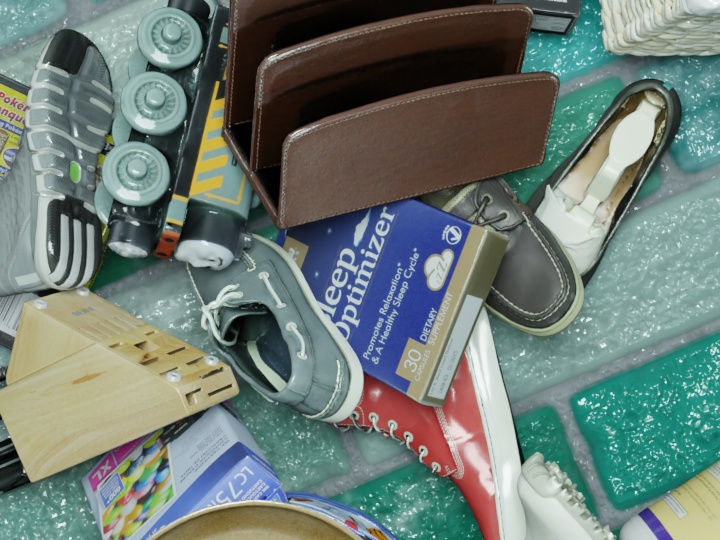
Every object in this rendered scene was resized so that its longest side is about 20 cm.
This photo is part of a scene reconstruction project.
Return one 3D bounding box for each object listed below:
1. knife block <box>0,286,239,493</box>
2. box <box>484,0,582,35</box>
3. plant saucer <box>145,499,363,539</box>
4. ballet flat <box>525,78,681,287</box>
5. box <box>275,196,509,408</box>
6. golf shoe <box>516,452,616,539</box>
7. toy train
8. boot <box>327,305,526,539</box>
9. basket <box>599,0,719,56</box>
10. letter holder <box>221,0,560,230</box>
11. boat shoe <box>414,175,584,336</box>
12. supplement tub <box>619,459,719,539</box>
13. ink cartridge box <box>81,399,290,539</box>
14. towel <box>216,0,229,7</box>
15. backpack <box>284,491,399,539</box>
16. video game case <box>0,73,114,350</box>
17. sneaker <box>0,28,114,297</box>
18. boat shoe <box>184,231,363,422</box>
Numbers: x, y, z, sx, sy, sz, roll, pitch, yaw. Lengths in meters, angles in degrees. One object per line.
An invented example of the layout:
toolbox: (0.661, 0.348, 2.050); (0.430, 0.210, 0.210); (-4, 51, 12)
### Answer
knife block: (-0.197, 0.111, 1.054); (0.199, 0.064, 0.176); (25, 112, 22)
box: (0.064, -0.261, 1.083); (0.199, 0.050, 0.158); (8, 81, -1)
plant saucer: (-0.066, 0.234, 0.922); (0.199, 0.035, 0.201); (-1, 96, -6)
ballet flat: (0.160, -0.054, 1.070); (0.068, 0.068, 0.200); (31, 88, 6)
box: (0.000, 0.000, 1.039); (0.200, 0.032, 0.122); (25, 97, 42)
golf shoe: (0.131, 0.211, 0.996); (0.097, 0.078, 0.200); (-30, 121, -3)
toy train: (-0.115, -0.097, 1.055); (0.113, 0.085, 0.201); (14, 69, -10)
boot: (0.040, 0.125, 1.065); (0.144, 0.072, 0.201); (-15, 75, 4)
basket: (0.262, -0.249, 1.006); (0.199, 0.161, 0.199); (-4, 84, -17)
letter holder: (0.023, -0.130, 0.980); (0.199, 0.143, 0.101); (-15, 49, -22)
boat shoe: (0.076, -0.034, 1.044); (0.073, 0.065, 0.200); (-46, 56, 8)
supplement tub: (0.288, 0.178, 0.997); (0.200, 0.145, 0.146); (-34, 82, 2)
ink cartridge box: (-0.121, 0.150, 1.018); (0.119, 0.200, 0.042); (-46, 118, -1)
towel: (-0.008, -0.225, 1.127); (0.199, 0.022, 0.147); (-28, 83, 3)
backpack: (-0.042, 0.249, 1.019); (0.199, 0.154, 0.191); (30, 96, 1)
video game case: (-0.279, -0.052, 1.132); (0.199, 0.026, 0.181); (25, 87, 8)
sneaker: (-0.243, -0.074, 1.085); (0.115, 0.075, 0.201); (-16, 61, 31)
boat shoe: (-0.074, 0.029, 1.033); (0.200, 0.062, 0.073); (46, 113, 40)
